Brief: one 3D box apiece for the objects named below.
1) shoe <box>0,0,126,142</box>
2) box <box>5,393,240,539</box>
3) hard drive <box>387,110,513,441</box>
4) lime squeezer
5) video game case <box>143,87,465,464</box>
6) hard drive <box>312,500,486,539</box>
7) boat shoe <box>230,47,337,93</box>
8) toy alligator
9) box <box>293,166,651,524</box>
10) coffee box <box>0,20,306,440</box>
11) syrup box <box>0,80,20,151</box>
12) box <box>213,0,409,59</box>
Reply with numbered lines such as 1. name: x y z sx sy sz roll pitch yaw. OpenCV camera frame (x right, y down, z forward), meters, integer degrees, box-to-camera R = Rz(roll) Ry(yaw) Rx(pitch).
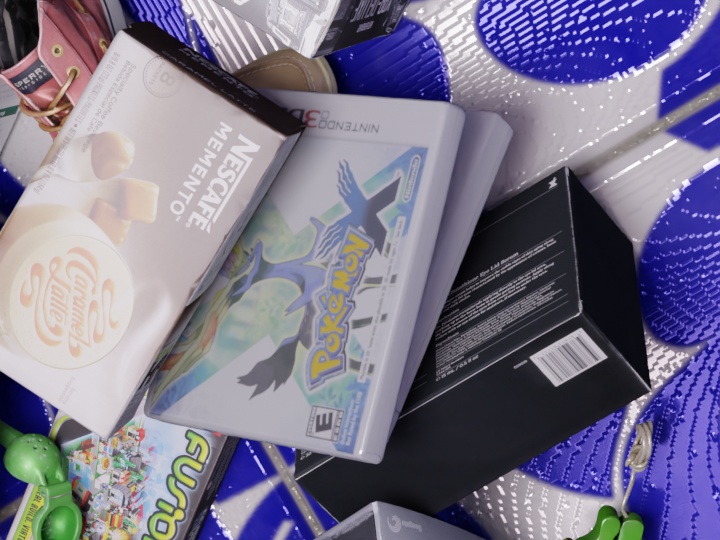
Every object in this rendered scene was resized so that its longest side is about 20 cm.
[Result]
1. shoe: -0.169 -0.094 1.679 0.071 0.091 0.201 -33 62 28
2. box: -0.150 0.138 1.803 0.110 0.035 0.201 27 107 12
3. hard drive: 0.000 0.000 1.648 0.131 0.027 0.201 4 64 45
4. lime squeezer: -0.205 0.148 1.780 0.070 0.038 0.201 -30 79 29
5. video game case: -0.034 -0.002 1.612 0.182 0.022 0.201 7 81 45
6. hard drive: 0.020 0.201 1.677 0.135 0.200 0.042 -33 56 20
7. boat shoe: -0.102 -0.069 1.726 0.199 0.065 0.072 -31 77 23
8. toy alligator: 0.137 0.183 1.697 0.054 0.059 0.201 4 103 -1
9. box: 0.061 0.051 1.654 0.199 0.142 0.079 -31 123 21
10. coffee box: -0.130 -0.024 1.607 0.114 0.080 0.201 33 101 3
11. syrup box: -0.275 -0.074 1.779 0.078 0.081 0.201 30 107 13
12. box: -0.075 -0.198 1.650 0.199 0.158 0.050 32 108 9
